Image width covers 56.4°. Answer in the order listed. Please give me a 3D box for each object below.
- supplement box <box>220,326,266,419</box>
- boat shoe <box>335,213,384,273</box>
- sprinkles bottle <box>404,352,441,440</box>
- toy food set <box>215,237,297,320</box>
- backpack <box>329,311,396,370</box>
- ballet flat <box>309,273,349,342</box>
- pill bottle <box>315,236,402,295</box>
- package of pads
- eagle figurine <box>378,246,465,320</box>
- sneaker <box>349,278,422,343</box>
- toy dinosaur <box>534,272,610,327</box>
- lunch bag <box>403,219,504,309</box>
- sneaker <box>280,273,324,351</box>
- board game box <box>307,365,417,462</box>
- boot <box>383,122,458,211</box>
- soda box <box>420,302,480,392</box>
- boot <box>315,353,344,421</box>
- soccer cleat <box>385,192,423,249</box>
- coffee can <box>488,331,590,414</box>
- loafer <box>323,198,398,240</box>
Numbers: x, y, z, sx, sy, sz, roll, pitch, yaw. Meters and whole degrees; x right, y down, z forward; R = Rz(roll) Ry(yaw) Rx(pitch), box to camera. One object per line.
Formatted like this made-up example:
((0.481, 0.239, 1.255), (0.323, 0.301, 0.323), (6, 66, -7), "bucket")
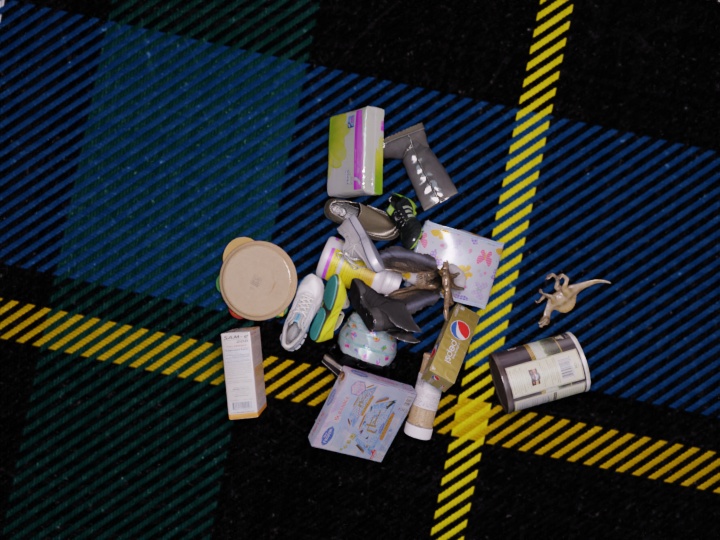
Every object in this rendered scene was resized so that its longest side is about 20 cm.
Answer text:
((-0.278, 0.241, 1.606), (0.073, 0.126, 0.202), (-5, 89, 2), "supplement box")
((-0.014, -0.047, 1.524), (0.086, 0.203, 0.075), (-33, 133, 5), "boat shoe")
((0.162, 0.305, 1.633), (0.068, 0.068, 0.202), (14, 90, 0), "sprinkles bottle")
((-0.253, 0.027, 1.644), (0.198, 0.049, 0.200), (13, 90, 0), "toy food set")
((0.015, 0.165, 1.567), (0.165, 0.200, 0.128), (11, 88, 1), "backpack")
((-0.064, 0.090, 1.608), (0.066, 0.067, 0.201), (5, 125, -27), "ballet flat")
((0.000, 0.000, 1.616), (0.198, 0.104, 0.105), (22, 90, 1), "pill bottle")
((-0.014, -0.276, 1.595), (0.068, 0.154, 0.202), (2, 89, -37), "package of pads")
((0.124, 0.024, 1.516), (0.151, 0.199, 0.152), (53, 53, -29), "eagle figurine")
((0.052, 0.085, 1.472), (0.103, 0.200, 0.060), (-1, 124, -22), "sneaker")
((0.501, 0.052, 1.649), (0.199, 0.058, 0.101), (-38, 105, 8), "toy dinosaur")
((0.218, -0.017, 1.607), (0.198, 0.127, 0.171), (14, 92, -10), "lunch bag")
((-0.140, 0.104, 1.626), (0.074, 0.087, 0.202), (19, 89, 2), "sneaker")
((0.006, 0.341, 1.580), (0.198, 0.041, 0.201), (21, 103, -27), "board game box")
((0.122, -0.239, 1.641), (0.180, 0.073, 0.202), (-23, 97, 2), "boot")
((0.214, 0.181, 1.588), (0.067, 0.064, 0.201), (29, 58, -1), "soda box")
((-0.054, 0.317, 1.633), (0.200, 0.073, 0.151), (44, 90, -8), "boot")
((0.098, -0.117, 1.577), (0.081, 0.201, 0.068), (27, 118, -19), "soccer cleat")
((0.421, 0.243, 1.594), (0.198, 0.146, 0.148), (-15, 90, 0), "coffee can")
((0.004, -0.123, 1.633), (0.198, 0.070, 0.076), (16, 90, 0), "loafer")
